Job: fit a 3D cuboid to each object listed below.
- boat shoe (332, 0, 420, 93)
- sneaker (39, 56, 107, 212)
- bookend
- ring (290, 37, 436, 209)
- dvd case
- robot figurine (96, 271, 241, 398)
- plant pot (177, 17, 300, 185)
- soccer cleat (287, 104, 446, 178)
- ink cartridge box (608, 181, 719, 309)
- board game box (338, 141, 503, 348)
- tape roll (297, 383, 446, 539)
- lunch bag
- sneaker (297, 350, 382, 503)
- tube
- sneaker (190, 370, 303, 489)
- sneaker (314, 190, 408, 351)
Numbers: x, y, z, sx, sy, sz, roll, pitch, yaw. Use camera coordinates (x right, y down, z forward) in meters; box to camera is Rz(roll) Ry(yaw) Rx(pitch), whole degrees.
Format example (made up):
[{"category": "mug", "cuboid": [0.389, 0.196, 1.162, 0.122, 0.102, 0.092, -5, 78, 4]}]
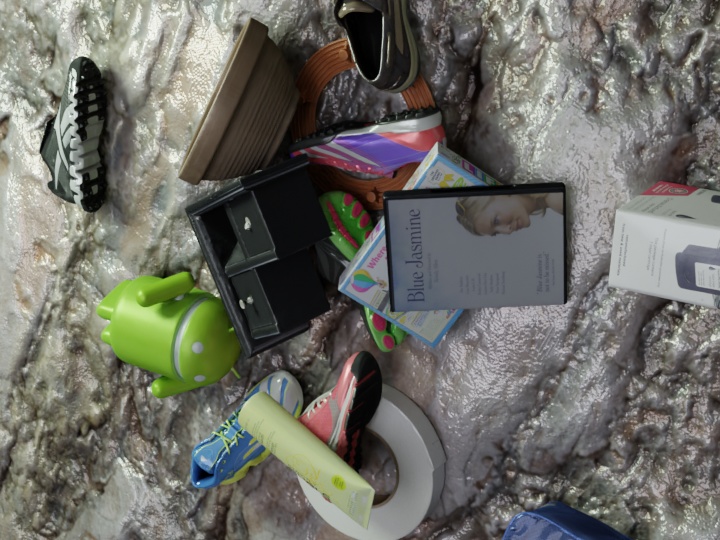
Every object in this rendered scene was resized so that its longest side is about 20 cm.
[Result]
[{"category": "boat shoe", "cuboid": [0.010, -0.294, 1.601, 0.074, 0.073, 0.202, -23, 84, 31]}, {"category": "sneaker", "cuboid": [-0.377, -0.178, 1.875, 0.090, 0.066, 0.202, 13, 113, 24]}, {"category": "bookend", "cuboid": [-0.100, -0.012, 1.696, 0.198, 0.091, 0.202, -14, 99, 64]}, {"category": "ring", "cuboid": [-0.001, -0.168, 1.686, 0.198, 0.019, 0.203, 9, 109, 27]}, {"category": "dvd case", "cuboid": [0.126, -0.024, 1.591, 0.197, 0.018, 0.144, -3, 117, 5]}, {"category": "robot figurine", "cuboid": [-0.235, 0.076, 1.837, 0.198, 0.116, 0.177, 17, 129, 24]}, {"category": "plant pot", "cuboid": [-0.130, -0.180, 1.676, 0.092, 0.201, 0.202, 24, 119, -9]}, {"category": "soccer cleat", "cuboid": [0.006, -0.134, 1.644, 0.198, 0.068, 0.074, -8, 105, 29]}, {"category": "ink cartridge box", "cuboid": [0.365, -0.020, 1.439, 0.198, 0.144, 0.085, 13, 111, 27]}, {"category": "board game box", "cuboid": [0.084, -0.025, 1.622, 0.134, 0.034, 0.201, 31, 114, -13]}, {"category": "tape roll", "cuboid": [0.010, 0.235, 1.789, 0.201, 0.037, 0.205, 9, 109, 29]}, {"category": "lunch bag", "cuboid": [0.252, 0.352, 1.628, 0.199, 0.132, 0.137, 28, 101, 21]}, {"category": "sneaker", "cuboid": [-0.037, 0.179, 1.735, 0.086, 0.074, 0.202, 26, 116, 23]}, {"category": "tube", "cuboid": [-0.059, 0.219, 1.701, 0.199, 0.058, 0.052, 38, 93, 24]}, {"category": "sneaker", "cuboid": [-0.149, 0.213, 1.835, 0.076, 0.105, 0.201, 42, 121, 12]}, {"category": "sneaker", "cuboid": [0.000, 0.000, 1.715, 0.084, 0.076, 0.202, -14, 102, 62]}]
